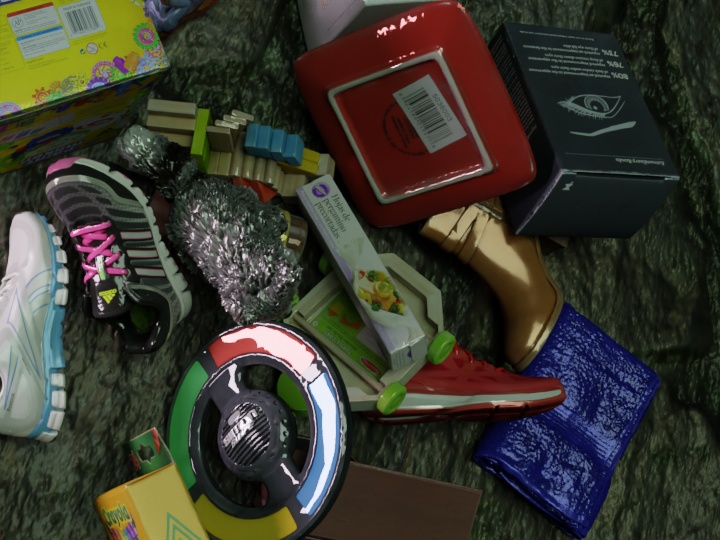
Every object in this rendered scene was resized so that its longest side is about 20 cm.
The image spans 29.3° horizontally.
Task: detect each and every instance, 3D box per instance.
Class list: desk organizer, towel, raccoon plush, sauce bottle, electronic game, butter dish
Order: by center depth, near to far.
[{"bbox_3d":[-0.135,-0.028,1.188,0.199,0.134,0.097,31,101,-20],"label":"raccoon plush"},{"bbox_3d":[-0.091,0.144,1.202,0.041,0.198,0.203,15,67,-55],"label":"electronic game"},{"bbox_3d":[0.006,0.211,1.270,0.198,0.072,0.078,15,94,-20],"label":"desk organizer"},{"bbox_3d":[-0.149,-0.049,1.286,0.198,0.065,0.066,17,70,-18],"label":"sauce bottle"},{"bbox_3d":[0.067,-0.170,1.352,0.202,0.197,0.148,62,32,-21],"label":"butter dish"},{"bbox_3d":[0.218,0.151,1.405,0.147,0.049,0.201,38,65,-12],"label":"towel"}]

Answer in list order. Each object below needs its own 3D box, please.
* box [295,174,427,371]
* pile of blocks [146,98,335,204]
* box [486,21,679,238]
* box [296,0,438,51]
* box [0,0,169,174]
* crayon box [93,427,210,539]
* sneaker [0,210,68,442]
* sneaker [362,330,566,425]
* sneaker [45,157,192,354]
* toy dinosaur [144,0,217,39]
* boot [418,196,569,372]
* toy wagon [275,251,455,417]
[{"bbox_3d":[0.000,0.000,1.287,0.038,0.042,0.201,-25,61,-10],"label":"box"},{"bbox_3d":[-0.113,-0.103,1.304,0.198,0.082,0.063,14,71,-21],"label":"pile of blocks"},{"bbox_3d":[0.211,-0.142,1.407,0.146,0.105,0.202,2,54,-26],"label":"box"},{"bbox_3d":[0.001,-0.331,1.373,0.105,0.152,0.203,-8,81,-24],"label":"box"},{"bbox_3d":[-0.296,-0.168,1.178,0.198,0.192,0.123,-22,86,-27],"label":"box"},{"bbox_3d":[-0.166,0.241,1.170,0.050,0.127,0.202,-23,86,-26],"label":"crayon box"},{"bbox_3d":[-0.300,0.045,1.182,0.086,0.075,0.203,4,74,-32],"label":"sneaker"},{"bbox_3d":[0.098,0.085,1.334,0.197,0.078,0.117,-1,73,-7],"label":"sneaker"},{"bbox_3d":[-0.212,-0.005,1.191,0.088,0.073,0.201,-77,149,-47],"label":"sneaker"},{"bbox_3d":[-0.172,-0.253,1.318,0.198,0.105,0.184,23,89,-30],"label":"toy dinosaur"},{"bbox_3d":[0.127,-0.008,1.396,0.153,0.074,0.202,24,58,-17],"label":"boot"},{"bbox_3d":[-0.014,0.070,1.295,0.155,0.040,0.200,38,70,22],"label":"toy wagon"}]
